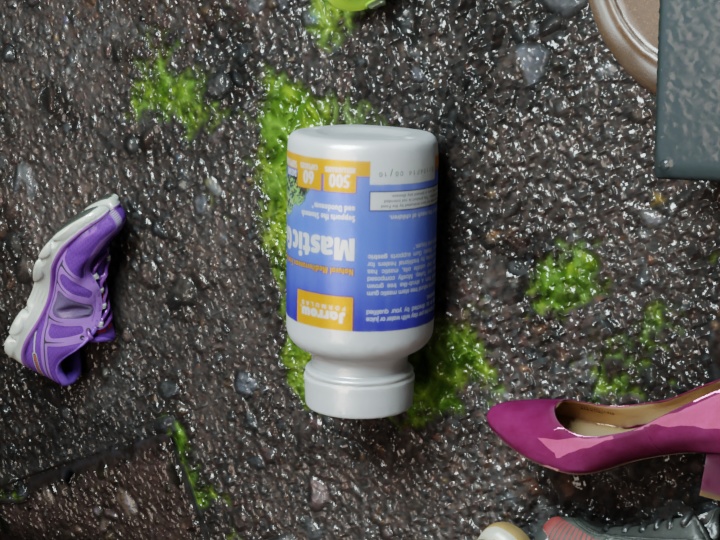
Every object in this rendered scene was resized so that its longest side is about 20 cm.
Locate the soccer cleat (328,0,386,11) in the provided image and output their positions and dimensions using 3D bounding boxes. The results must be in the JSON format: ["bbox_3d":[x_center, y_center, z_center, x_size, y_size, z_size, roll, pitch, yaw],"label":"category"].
[{"bbox_3d":[0.031,-0.274,1.009,0.201,0.064,0.084,-57,38,33],"label":"soccer cleat"}]

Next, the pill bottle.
[{"bbox_3d":[0.000,0.000,1.042,0.111,0.112,0.203,8,103,33],"label":"pill bottle"}]

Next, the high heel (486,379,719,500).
[{"bbox_3d":[0.181,0.089,0.960,0.197,0.067,0.098,9,115,18],"label":"high heel"}]

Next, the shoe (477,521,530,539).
[{"bbox_3d":[0.096,0.288,1.068,0.069,0.053,0.203,14,107,32],"label":"shoe"}]

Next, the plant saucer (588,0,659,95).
[{"bbox_3d":[0.225,-0.198,0.896,0.198,0.032,0.204,8,103,35],"label":"plant saucer"}]

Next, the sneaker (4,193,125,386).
[{"bbox_3d":[-0.240,0.018,1.252,0.083,0.081,0.201,34,125,6],"label":"sneaker"}]

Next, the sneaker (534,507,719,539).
[{"bbox_3d":[0.207,0.197,0.965,0.199,0.070,0.099,20,94,41],"label":"sneaker"}]

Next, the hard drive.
[{"bbox_3d":[0.269,-0.120,0.836,0.198,0.033,0.142,6,99,34],"label":"hard drive"}]
